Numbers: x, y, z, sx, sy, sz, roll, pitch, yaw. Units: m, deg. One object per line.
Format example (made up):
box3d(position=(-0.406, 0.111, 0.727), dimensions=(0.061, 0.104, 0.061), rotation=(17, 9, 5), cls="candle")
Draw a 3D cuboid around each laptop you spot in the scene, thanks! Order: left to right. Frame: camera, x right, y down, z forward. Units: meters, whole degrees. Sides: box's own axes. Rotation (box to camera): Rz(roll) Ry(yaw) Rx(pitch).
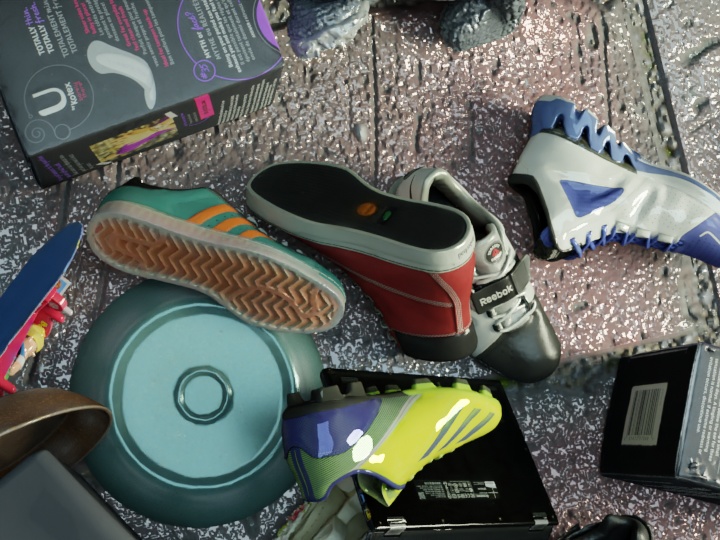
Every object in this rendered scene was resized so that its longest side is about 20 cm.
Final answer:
box3d(position=(0.041, 0.191, 0.937), dimensions=(0.187, 0.116, 0.200), rotation=(8, 50, -40), cls="laptop")

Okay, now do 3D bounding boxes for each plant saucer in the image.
box3d(position=(-0.263, 0.135, 0.839), dimensions=(0.200, 0.200, 0.035), rotation=(-29, 75, -13), cls="plant saucer")
box3d(position=(-0.121, 0.096, 0.950), dimensions=(0.199, 0.036, 0.201), rotation=(2, 82, -11), cls="plant saucer")

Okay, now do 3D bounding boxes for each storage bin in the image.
box3d(position=(-0.202, 0.211, 0.848), dimensions=(0.145, 0.200, 0.134), rotation=(-41, 80, -13), cls="storage bin")

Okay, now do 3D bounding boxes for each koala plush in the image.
box3d(position=(0.018, -0.259, 0.967), dimensions=(0.199, 0.184, 0.178), rotation=(-15, 85, -1), cls="koala plush")

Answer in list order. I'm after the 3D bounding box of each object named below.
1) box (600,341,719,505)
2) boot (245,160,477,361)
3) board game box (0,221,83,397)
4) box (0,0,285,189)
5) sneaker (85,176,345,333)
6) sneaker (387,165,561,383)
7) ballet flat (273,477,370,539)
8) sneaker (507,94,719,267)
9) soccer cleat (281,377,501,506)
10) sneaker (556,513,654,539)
box3d(position=(0.312, 0.134, 0.973), dimensions=(0.199, 0.148, 0.105), rotation=(15, 79, -10), cls="box")
box3d(position=(0.000, 0.000, 0.970), dimensions=(0.200, 0.145, 0.072), rotation=(22, 51, 28), cls="boot")
box3d(position=(-0.245, 0.056, 0.877), dimensions=(0.039, 0.158, 0.200), rotation=(39, 77, -20), cls="board game box")
box3d(position=(-0.172, -0.159, 0.937), dimensions=(0.199, 0.106, 0.123), rotation=(-21, 85, -12), cls="box")
box3d(position=(-0.100, -0.020, 0.941), dimensions=(0.199, 0.071, 0.080), rotation=(22, 39, -4), cls="sneaker")
box3d(position=(0.094, 0.005, 0.979), dimensions=(0.074, 0.089, 0.200), rotation=(-39, 92, -15), cls="sneaker")
box3d(position=(-0.013, 0.191, 0.944), dimensions=(0.076, 0.064, 0.200), rotation=(37, 77, -3), cls="ballet flat")
box3d(position=(0.200, -0.043, 1.015), dimensions=(0.199, 0.081, 0.115), rotation=(32, 81, 2), cls="sneaker")
box3d(position=(0.025, 0.118, 0.856), dimensions=(0.200, 0.065, 0.084), rotation=(2, 78, -46), cls="soccer cleat")
box3d(position=(0.152, 0.264, 0.936), dimensions=(0.200, 0.077, 0.111), rotation=(-37, 130, -16), cls="sneaker")
